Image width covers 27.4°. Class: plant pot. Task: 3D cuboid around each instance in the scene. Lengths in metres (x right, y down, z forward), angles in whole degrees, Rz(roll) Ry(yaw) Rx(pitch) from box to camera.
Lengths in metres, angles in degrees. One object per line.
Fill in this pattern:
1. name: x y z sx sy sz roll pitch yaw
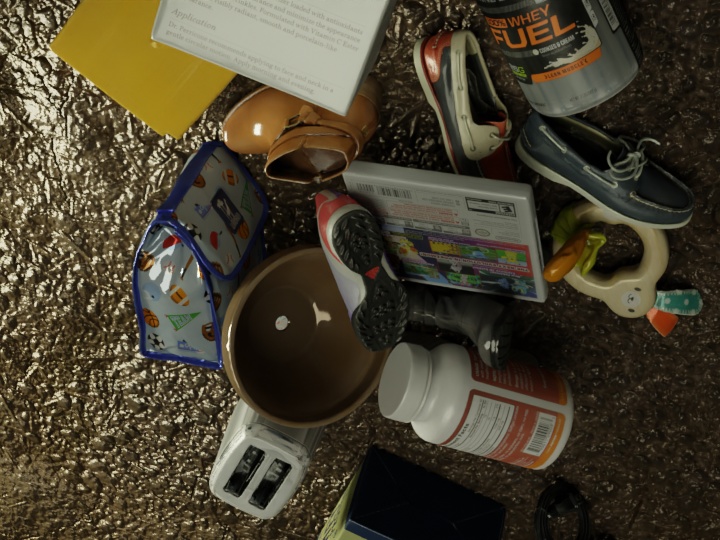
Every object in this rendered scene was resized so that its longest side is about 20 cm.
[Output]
1. plant pot: -0.070 0.066 1.631 0.201 0.201 0.093 56 163 -26

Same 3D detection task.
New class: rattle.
1. rattle: 0.285 0.022 1.573 0.130 0.143 0.200 -29 109 12

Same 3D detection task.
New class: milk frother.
1. milk frother: 0.229 0.386 1.884 0.187 0.180 0.201 -22 75 29

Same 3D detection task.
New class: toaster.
1. toaster: -0.109 0.213 1.833 0.113 0.129 0.200 28 129 -7

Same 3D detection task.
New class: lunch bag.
1. lunch bag: -0.176 -0.020 1.647 0.123 0.170 0.201 6 127 14

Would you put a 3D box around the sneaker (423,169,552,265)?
1. sneaker: 0.124 -0.050 1.589 0.199 0.067 0.091 28 159 -4

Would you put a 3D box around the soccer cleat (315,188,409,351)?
1. soccer cleat: 0.000 0.000 1.571 0.068 0.073 0.201 -28 130 -10

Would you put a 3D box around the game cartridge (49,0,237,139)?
1. game cartridge: -0.213 -0.251 1.575 0.176 0.033 0.200 38 130 -14

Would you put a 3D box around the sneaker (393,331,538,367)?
1. sneaker: 0.106 0.129 1.739 0.199 0.079 0.080 10 123 7

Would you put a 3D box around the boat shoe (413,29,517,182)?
1. boat shoe: 0.121 -0.156 1.517 0.062 0.071 0.201 -7 118 39

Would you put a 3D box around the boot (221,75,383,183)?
1. boot: -0.077 -0.137 1.539 0.199 0.155 0.074 -16 120 25

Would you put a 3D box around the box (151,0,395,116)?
1. box: -0.068 -0.265 1.396 0.198 0.200 0.131 22 115 0

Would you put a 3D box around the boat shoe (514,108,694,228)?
1. boat shoe: 0.258 -0.110 1.520 0.199 0.075 0.062 29 141 4

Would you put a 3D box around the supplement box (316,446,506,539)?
1. supplement box: 0.052 0.371 1.904 0.199 0.135 0.200 25 129 -4

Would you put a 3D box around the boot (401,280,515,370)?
1. boot: 0.101 0.053 1.611 0.131 0.200 0.070 9 101 5

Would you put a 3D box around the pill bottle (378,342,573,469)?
1. pill bottle: 0.126 0.145 1.632 0.199 0.113 0.112 17 131 -19

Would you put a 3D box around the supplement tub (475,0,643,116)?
1. supplement tub: 0.176 -0.257 1.396 0.122 0.123 0.200 -18 119 27

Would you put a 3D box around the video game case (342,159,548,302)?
1. video game case: 0.092 -0.040 1.546 0.199 0.023 0.183 9 147 20

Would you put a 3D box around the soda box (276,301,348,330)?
1. soda box: -0.046 0.068 1.746 0.199 0.064 0.069 -23 116 31
